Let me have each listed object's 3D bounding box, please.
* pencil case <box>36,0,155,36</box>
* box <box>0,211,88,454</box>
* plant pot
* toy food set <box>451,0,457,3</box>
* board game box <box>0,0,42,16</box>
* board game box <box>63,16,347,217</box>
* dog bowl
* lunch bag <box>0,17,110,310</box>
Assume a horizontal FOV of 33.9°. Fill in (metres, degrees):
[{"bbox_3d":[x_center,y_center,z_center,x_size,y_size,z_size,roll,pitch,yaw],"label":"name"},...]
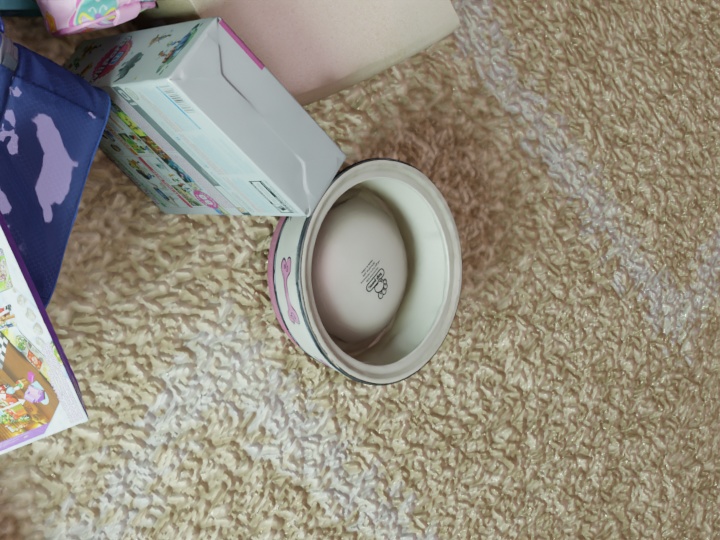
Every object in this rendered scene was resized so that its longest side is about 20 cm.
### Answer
[{"bbox_3d":[-0.208,-0.267,0.817,0.087,0.087,0.202,-26,110,-37],"label":"pencil case"},{"bbox_3d":[-0.265,0.041,0.734,0.135,0.039,0.202,-21,132,-11],"label":"box"},{"bbox_3d":[-0.077,-0.225,0.935,0.177,0.199,0.201,-42,118,-20],"label":"plant pot"},{"bbox_3d":[0.043,-0.296,1.114,0.200,0.060,0.145,-39,116,-33],"label":"toy food set"},{"bbox_3d":[-0.302,-0.255,0.822,0.198,0.047,0.153,-12,99,-40],"label":"board game box"},{"bbox_3d":[-0.127,-0.108,0.877,0.148,0.199,0.065,46,65,-33],"label":"board game box"},{"bbox_3d":[0.000,0.000,1.077,0.198,0.073,0.203,-1,92,-42],"label":"dog bowl"},{"bbox_3d":[-0.269,-0.075,0.797,0.131,0.135,0.203,22,77,-39],"label":"lunch bag"}]
